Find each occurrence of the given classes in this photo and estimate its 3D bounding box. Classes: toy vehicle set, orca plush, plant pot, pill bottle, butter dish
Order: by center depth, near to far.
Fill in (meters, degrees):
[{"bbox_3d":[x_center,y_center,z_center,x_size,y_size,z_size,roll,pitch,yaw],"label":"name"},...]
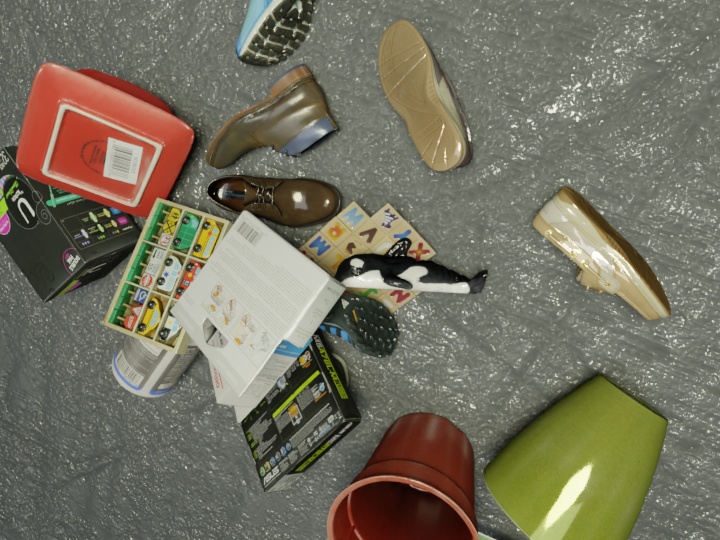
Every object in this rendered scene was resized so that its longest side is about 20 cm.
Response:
[{"bbox_3d":[0.292,0.242,0.671,0.187,0.187,0.201,33,98,6],"label":"plant pot"},{"bbox_3d":[0.067,-0.009,0.688,0.199,0.105,0.072,3,88,7],"label":"orca plush"},{"bbox_3d":[0.079,0.317,0.735,0.199,0.195,0.202,5,107,16],"label":"plant pot"},{"bbox_3d":[-0.275,0.005,0.751,0.124,0.027,0.201,17,80,12],"label":"toy vehicle set"},{"bbox_3d":[-0.357,-0.204,0.751,0.199,0.148,0.200,21,131,-27],"label":"butter dish"},{"bbox_3d":[-0.307,0.101,0.837,0.114,0.114,0.200,42,113,2],"label":"pill bottle"}]

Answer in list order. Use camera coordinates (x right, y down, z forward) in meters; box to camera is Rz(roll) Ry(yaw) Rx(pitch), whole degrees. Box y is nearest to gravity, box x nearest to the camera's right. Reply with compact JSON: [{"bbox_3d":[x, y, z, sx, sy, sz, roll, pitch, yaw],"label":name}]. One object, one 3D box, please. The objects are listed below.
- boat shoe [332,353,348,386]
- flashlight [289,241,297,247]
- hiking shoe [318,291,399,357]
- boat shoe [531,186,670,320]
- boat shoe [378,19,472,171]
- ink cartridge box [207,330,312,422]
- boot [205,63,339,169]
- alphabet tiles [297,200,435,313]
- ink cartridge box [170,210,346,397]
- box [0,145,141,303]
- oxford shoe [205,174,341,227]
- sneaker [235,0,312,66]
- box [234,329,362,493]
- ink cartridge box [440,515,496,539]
[{"bbox_3d":[-0.073,0.227,0.829,0.071,0.061,0.202,23,112,10],"label":"boat shoe"},{"bbox_3d":[-0.196,-0.030,0.792,0.199,0.068,0.068,5,71,14],"label":"flashlight"},{"bbox_3d":[-0.027,0.060,0.742,0.200,0.087,0.075,36,75,-31],"label":"hiking shoe"},{"bbox_3d":[0.295,-0.011,0.641,0.200,0.074,0.069,48,125,1],"label":"boat shoe"},{"bbox_3d":[0.083,-0.214,0.647,0.072,0.065,0.201,-31,76,32],"label":"boat shoe"},{"bbox_3d":[-0.168,0.123,0.780,0.200,0.068,0.116,-50,43,21],"label":"ink cartridge box"},{"bbox_3d":[-0.124,-0.180,0.716,0.200,0.075,0.097,-36,90,22],"label":"boot"},{"bbox_3d":[0.000,0.000,0.741,0.200,0.006,0.166,-38,109,23],"label":"alphabet tiles"},{"bbox_3d":[-0.138,0.038,0.663,0.200,0.044,0.174,36,90,38],"label":"ink cartridge box"},{"bbox_3d":[-0.478,-0.081,0.823,0.148,0.124,0.201,-30,96,31],"label":"box"},{"bbox_3d":[-0.126,-0.098,0.733,0.199,0.084,0.073,4,95,13],"label":"oxford shoe"},{"bbox_3d":[-0.106,-0.362,0.670,0.090,0.078,0.200,44,111,22],"label":"sneaker"},{"bbox_3d":[-0.109,0.198,0.789,0.200,0.047,0.194,-47,51,23],"label":"box"},{"bbox_3d":[0.170,0.483,0.835,0.145,0.048,0.201,19,110,11],"label":"ink cartridge box"}]
